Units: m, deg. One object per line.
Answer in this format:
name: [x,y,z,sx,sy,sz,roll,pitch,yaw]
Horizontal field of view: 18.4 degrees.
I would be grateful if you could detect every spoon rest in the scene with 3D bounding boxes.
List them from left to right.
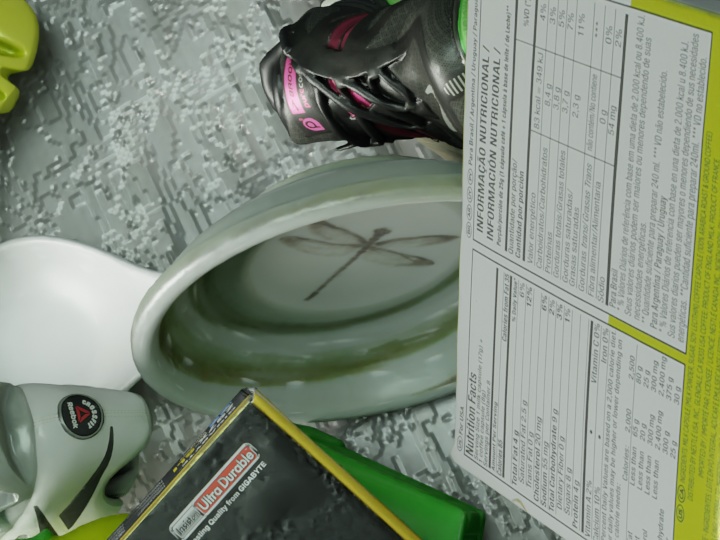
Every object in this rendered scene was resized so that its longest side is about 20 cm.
spoon rest: [-0.107,0.025,1.030,0.200,0.061,0.099,-9,80,15]

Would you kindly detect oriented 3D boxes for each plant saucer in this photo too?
plant saucer: [0.000,0.000,0.931,0.200,0.200,0.050,-20,61,13]

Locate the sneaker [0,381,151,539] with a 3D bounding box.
sneaker: [-0.147,0.100,0.995,0.088,0.200,0.074,-5,74,-26]

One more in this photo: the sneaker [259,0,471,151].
sneaker: [0.011,-0.073,0.881,0.084,0.200,0.077,-24,100,-14]

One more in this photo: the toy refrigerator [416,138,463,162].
toy refrigerator: [0.112,-0.119,0.958,0.076,0.070,0.200,32,89,-22]

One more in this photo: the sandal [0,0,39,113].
sandal: [-0.225,-0.048,1.054,0.079,0.087,0.200,5,79,48]

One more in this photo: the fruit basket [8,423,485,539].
fruit basket: [-0.062,0.160,0.946,0.216,0.156,0.216,-1,83,9]

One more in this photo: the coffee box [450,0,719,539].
coffee box: [0.165,-0.009,0.759,0.198,0.200,0.200,30,124,56]

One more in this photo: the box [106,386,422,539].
box: [-0.051,0.171,0.859,0.160,0.049,0.200,43,85,-6]

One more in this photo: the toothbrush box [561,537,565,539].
toothbrush box: [0.123,0.210,0.889,0.085,0.146,0.200,6,85,17]

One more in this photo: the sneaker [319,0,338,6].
sneaker: [0.053,-0.171,1.001,0.088,0.076,0.200,32,88,27]
